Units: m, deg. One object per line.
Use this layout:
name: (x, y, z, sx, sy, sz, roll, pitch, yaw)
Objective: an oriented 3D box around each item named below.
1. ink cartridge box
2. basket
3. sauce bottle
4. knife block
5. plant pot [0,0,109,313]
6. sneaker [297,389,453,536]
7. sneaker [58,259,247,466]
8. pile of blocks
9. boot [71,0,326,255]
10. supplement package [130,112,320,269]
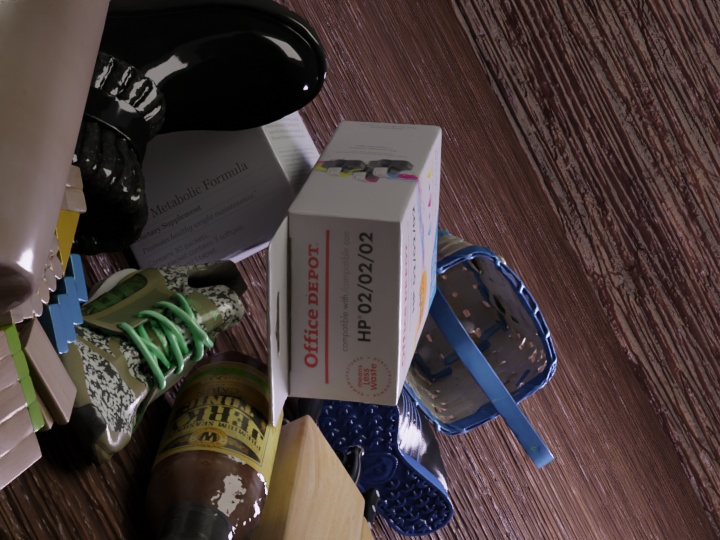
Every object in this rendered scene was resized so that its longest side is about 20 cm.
ink cartridge box: (0.000, 0.000, 0.976, 0.200, 0.068, 0.115, -65, 158, -64)
basket: (0.088, 0.061, 1.438, 0.176, 0.139, 0.200, 56, 6, -31)
sauce bottle: (-0.078, 0.110, 0.891, 0.065, 0.065, 0.200, 58, 13, -19)
knife block: (-0.049, 0.126, 0.976, 0.200, 0.064, 0.176, 37, 29, -60)
plant pot: (-0.184, -0.075, 0.642, 0.200, 0.200, 0.174, 33, 50, -64)
sneaker: (0.006, 0.108, 1.214, 0.078, 0.070, 0.200, -107, 170, -49)
sneaker: (-0.107, 0.031, 0.878, 0.077, 0.089, 0.200, 60, 14, -14)
pile of blocks: (-0.167, 0.025, 0.747, 0.200, 0.062, 0.082, -82, 156, -54)
boot: (-0.113, -0.079, 0.901, 0.158, 0.211, 0.080, -106, -161, -51)
supplement package: (-0.112, -0.102, 1.056, 0.200, 0.114, 0.110, 63, 12, 1)
